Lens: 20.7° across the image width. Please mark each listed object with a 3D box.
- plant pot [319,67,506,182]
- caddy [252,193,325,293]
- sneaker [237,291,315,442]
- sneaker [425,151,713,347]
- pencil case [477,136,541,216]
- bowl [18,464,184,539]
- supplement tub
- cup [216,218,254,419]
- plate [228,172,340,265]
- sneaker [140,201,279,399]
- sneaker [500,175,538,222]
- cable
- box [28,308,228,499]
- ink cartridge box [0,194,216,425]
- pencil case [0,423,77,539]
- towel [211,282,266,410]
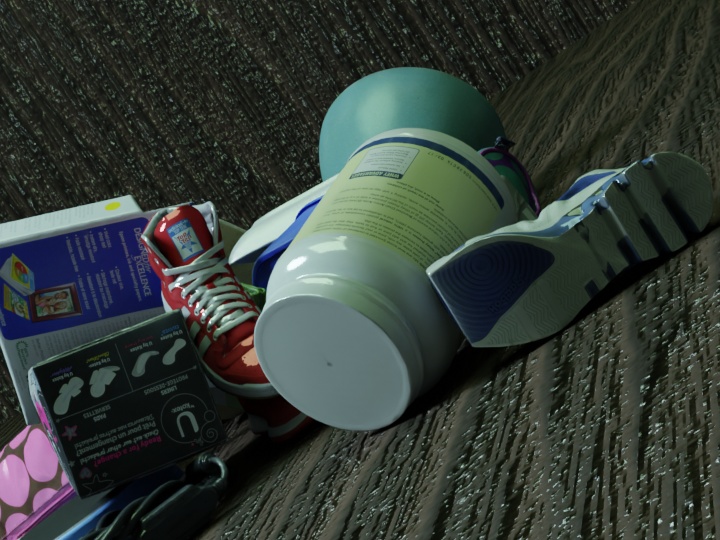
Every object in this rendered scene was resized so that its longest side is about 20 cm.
[{"bbox_3d":[0.050,-0.089,2.026,0.199,0.200,0.135,-31,28,26],"label":"plant pot"},{"bbox_3d":[0.000,0.000,1.710,0.105,0.142,0.200,-44,11,-33],"label":"caddy"},{"bbox_3d":[-0.080,0.076,1.645,0.078,0.116,0.200,-36,6,-24],"label":"sneaker"},{"bbox_3d":[0.148,-0.015,1.364,0.198,0.081,0.115,-28,2,4],"label":"sneaker"},{"bbox_3d":[0.078,-0.047,1.891,0.200,0.092,0.086,-31,40,41],"label":"pencil case"},{"bbox_3d":[-0.242,0.227,1.718,0.200,0.039,0.201,-35,6,4],"label":"bowl"},{"bbox_3d":[0.019,0.005,1.436,0.145,0.145,0.200,-29,19,42],"label":"supplement tub"},{"bbox_3d":[-0.129,0.056,1.889,0.144,0.199,0.200,-59,0,13],"label":"cup"},{"bbox_3d":[-0.016,-0.067,1.864,0.199,0.032,0.199,-28,-5,17],"label":"plate"},{"bbox_3d":[-0.117,0.018,1.588,0.071,0.113,0.200,-27,37,-19],"label":"sneaker"},{"bbox_3d":[0.052,-0.007,1.582,0.199,0.116,0.075,-34,6,-1],"label":"sneaker"},{"bbox_3d":[-0.193,0.211,1.518,0.200,0.051,0.163,-38,7,-26],"label":"cable"},{"bbox_3d":[-0.195,0.111,1.610,0.131,0.115,0.200,-21,0,-11],"label":"box"},{"bbox_3d":[-0.222,0.033,1.731,0.198,0.199,0.047,-12,33,-1],"label":"ink cartridge box"},{"bbox_3d":[-0.296,0.195,1.860,0.200,0.090,0.094,-44,31,37],"label":"pencil case"},{"bbox_3d":[-0.173,0.049,1.788,0.199,0.150,0.031,15,41,19],"label":"towel"}]
